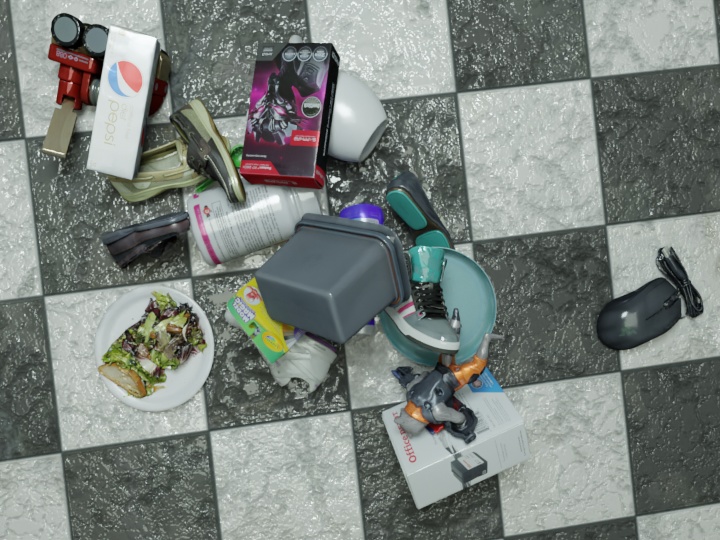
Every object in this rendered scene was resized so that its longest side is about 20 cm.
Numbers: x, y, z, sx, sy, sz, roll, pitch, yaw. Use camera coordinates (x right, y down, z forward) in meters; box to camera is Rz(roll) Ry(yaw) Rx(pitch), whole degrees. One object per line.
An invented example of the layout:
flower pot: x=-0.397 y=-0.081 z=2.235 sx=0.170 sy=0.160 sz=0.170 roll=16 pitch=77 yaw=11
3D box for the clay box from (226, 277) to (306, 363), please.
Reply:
clay box: x=-0.120 y=0.050 z=0.922 sx=0.116 sy=0.047 sz=0.200 roll=51 pitch=44 yaw=-4

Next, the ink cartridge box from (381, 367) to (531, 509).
ink cartridge box: x=0.148 y=0.261 z=0.947 sx=0.195 sy=0.146 sz=0.086 roll=-22 pitch=120 yaw=-4

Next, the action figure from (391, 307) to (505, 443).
action figure: x=0.109 y=0.159 z=0.917 sx=0.104 sy=0.198 sz=0.196 roll=42 pitch=76 yaw=-40

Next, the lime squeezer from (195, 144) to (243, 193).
lime squeezer: x=-0.180 y=-0.183 z=0.957 sx=0.194 sy=0.071 sz=0.038 roll=-14 pitch=121 yaw=21

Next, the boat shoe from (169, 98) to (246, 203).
boat shoe: x=-0.230 y=-0.171 z=0.893 sx=0.063 sy=0.074 sz=0.202 roll=-26 pitch=60 yaw=-10

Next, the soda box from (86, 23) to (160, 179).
soda box: x=-0.345 y=-0.242 z=0.868 sx=0.066 sy=0.064 sz=0.207 roll=11 pitch=99 yaw=-16

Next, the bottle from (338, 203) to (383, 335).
bottle: x=0.000 y=0.000 z=0.961 sx=0.064 sy=0.083 sz=0.208 roll=5 pitch=81 yaw=-33

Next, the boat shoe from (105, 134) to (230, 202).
boat shoe: x=-0.304 y=-0.175 z=0.948 sx=0.195 sy=0.064 sz=0.075 roll=-19 pitch=59 yaw=1

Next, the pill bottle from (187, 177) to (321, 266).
pill bottle: x=-0.164 y=-0.092 z=0.945 sx=0.194 sy=0.113 sz=0.117 roll=-19 pitch=92 yaw=-3

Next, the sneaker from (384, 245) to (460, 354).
sneaker: x=0.099 y=0.029 z=0.877 sx=0.081 sy=0.200 sz=0.125 roll=7 pitch=108 yaw=-26

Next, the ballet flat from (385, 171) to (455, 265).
ballet flat: x=0.110 y=-0.080 z=0.977 sx=0.073 sy=0.073 sz=0.201 roll=-40 pitch=120 yaw=-4

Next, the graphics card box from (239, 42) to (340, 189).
graphics card box: x=-0.103 y=-0.229 z=0.876 sx=0.121 sy=0.051 sz=0.207 roll=6 pitch=82 yaw=16

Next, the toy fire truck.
toy fire truck: x=-0.409 y=-0.273 z=0.931 sx=0.171 sy=0.129 sz=0.206 roll=16 pitch=101 yaw=-5

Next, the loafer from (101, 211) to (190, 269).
loafer: x=-0.325 y=-0.045 z=0.923 sx=0.195 sy=0.071 sz=0.065 roll=-8 pitch=106 yaw=36

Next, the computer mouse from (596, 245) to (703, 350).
computer mouse: x=0.500 y=0.063 z=1.026 sx=0.197 sy=0.053 sz=0.141 roll=-33 pitch=93 yaw=-3

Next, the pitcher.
pitcher: x=-0.070 y=-0.247 z=0.951 sx=0.198 sy=0.121 sz=0.174 roll=37 pitch=87 yaw=5

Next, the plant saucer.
plant saucer: x=0.126 y=0.059 z=0.985 sx=0.193 sy=0.027 sz=0.207 roll=2 pitch=105 yaw=8

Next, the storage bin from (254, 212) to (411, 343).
storage bin: x=-0.047 y=0.023 z=0.842 sx=0.134 sy=0.196 sz=0.149 roll=-40 pitch=129 yaw=-36

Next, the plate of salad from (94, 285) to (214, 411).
plate of salad: x=-0.337 y=0.128 z=0.966 sx=0.193 sy=0.048 sz=0.208 roll=0 pitch=90 yaw=-4

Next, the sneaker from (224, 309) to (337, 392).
sneaker: x=-0.139 y=0.127 z=0.967 sx=0.196 sy=0.075 sz=0.102 roll=27 pitch=87 yaw=-4
